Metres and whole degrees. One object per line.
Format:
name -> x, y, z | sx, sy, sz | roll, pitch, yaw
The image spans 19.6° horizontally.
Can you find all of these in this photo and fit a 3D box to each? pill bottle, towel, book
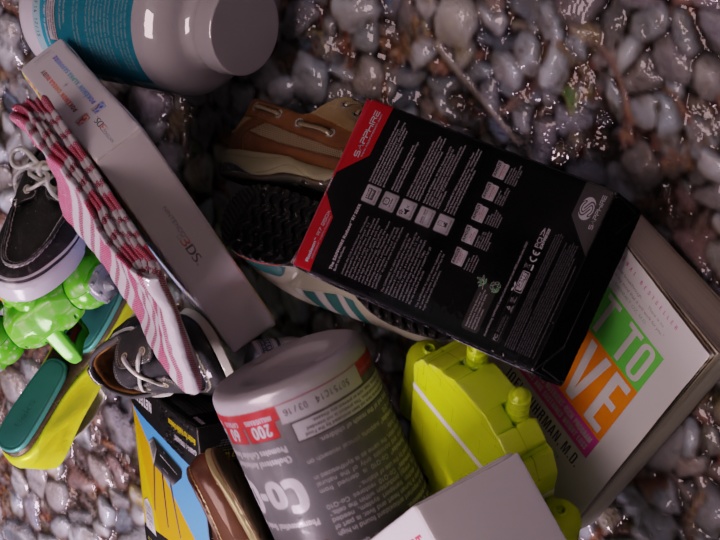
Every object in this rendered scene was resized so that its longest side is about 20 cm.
pill bottle -> -0.014, 0.152, 1.450 | 0.114, 0.114, 0.200 | -12, 106, 45
towel -> -0.174, -0.016, 1.441 | 0.200, 0.030, 0.146 | 53, 167, 34
pill bottle -> -0.155, -0.190, 1.551 | 0.200, 0.111, 0.111 | 14, 110, 42
book -> 0.153, 0.063, 1.372 | 0.134, 0.048, 0.200 | 52, 134, 22

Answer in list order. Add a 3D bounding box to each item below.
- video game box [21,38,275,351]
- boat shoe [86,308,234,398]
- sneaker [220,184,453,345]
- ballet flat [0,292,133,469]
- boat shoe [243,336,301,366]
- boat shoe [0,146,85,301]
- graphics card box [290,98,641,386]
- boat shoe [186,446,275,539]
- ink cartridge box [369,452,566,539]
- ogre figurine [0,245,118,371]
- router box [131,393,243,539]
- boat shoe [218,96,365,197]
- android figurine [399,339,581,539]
video game box -> -0.156, -0.055, 1.521 | 0.200, 0.047, 0.182 | 57, 171, -35
boat shoe -> -0.147, 0.070, 1.548 | 0.200, 0.068, 0.072 | 2, 119, 64
sneaker -> -0.001, 0.000, 1.492 | 0.200, 0.093, 0.070 | 22, 82, 13
ballet flat -> -0.226, 0.077, 1.713 | 0.067, 0.067, 0.200 | 26, 84, 46
boat shoe -> -0.055, 0.127, 1.568 | 0.200, 0.065, 0.074 | 101, 155, -48
boat shoe -> -0.234, -0.066, 1.607 | 0.074, 0.199, 0.068 | 11, 141, 23
graphics card box -> 0.066, -0.021, 1.332 | 0.200, 0.051, 0.126 | 23, 86, 34
boat shoe -> -0.079, 0.223, 1.486 | 0.068, 0.072, 0.200 | -25, 102, 6
ink cartridge box -> 0.093, 0.234, 1.328 | 0.200, 0.086, 0.148 | 60, 156, 9
ogre figurine -> -0.248, 0.009, 1.661 | 0.120, 0.200, 0.098 | -99, -9, -52
router box -> -0.125, 0.166, 1.606 | 0.200, 0.051, 0.149 | -157, 60, -68
boat shoe -> -0.014, -0.087, 1.469 | 0.200, 0.076, 0.074 | 9, 82, 33
android figurine -> 0.083, 0.124, 1.402 | 0.182, 0.041, 0.200 | 49, 154, 32
